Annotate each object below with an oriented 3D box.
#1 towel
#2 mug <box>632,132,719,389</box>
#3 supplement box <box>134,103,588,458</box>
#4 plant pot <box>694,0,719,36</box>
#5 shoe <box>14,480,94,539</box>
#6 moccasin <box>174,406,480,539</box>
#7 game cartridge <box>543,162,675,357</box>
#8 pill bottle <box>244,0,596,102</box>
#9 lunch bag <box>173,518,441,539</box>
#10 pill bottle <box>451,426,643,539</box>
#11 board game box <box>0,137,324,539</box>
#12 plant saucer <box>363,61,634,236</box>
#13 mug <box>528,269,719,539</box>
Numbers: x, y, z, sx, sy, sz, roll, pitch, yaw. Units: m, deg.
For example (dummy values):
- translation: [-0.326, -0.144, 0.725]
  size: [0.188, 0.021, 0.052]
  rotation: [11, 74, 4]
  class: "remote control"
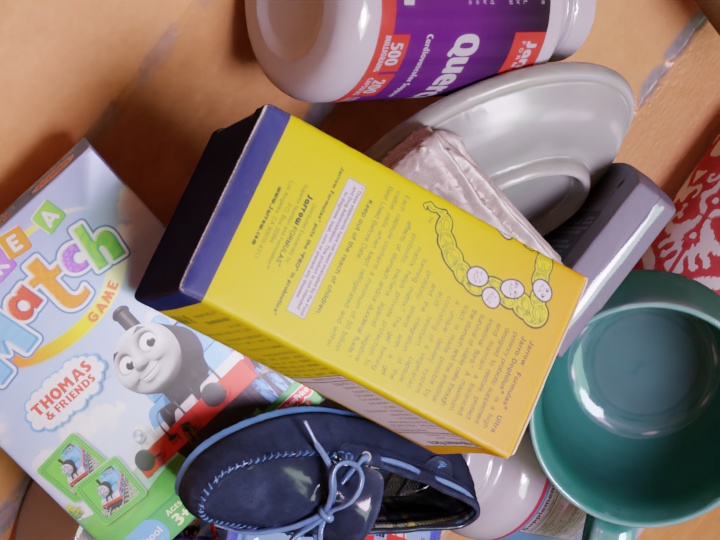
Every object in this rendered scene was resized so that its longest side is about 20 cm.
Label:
- translation: [0.010, 0.019, 1.110]
  size: [0.200, 0.034, 0.133]
  rotation: [-39, 109, 9]
  class: "towel"
- translation: [0.268, -0.003, 1.384]
  size: [0.200, 0.133, 0.178]
  rotation: [-58, 165, -4]
  class: "mug"
- translation: [-0.001, 0.010, 1.010]
  size: [0.200, 0.109, 0.110]
  rotation: [28, 78, -16]
  class: "supplement box"
- translation: [0.258, -0.244, 1.202]
  size: [0.200, 0.186, 0.186]
  rotation: [35, 90, -31]
  class: "plant pot"
- translation: [-0.136, 0.120, 1.139]
  size: [0.091, 0.071, 0.200]
  rotation: [17, 98, -38]
  class: "shoe"
- translation: [-0.008, 0.119, 1.070]
  size: [0.200, 0.068, 0.080]
  rotation: [-3, 132, -37]
  class: "moccasin"
- translation: [0.136, -0.009, 1.218]
  size: [0.040, 0.200, 0.133]
  rotation: [35, 87, -8]
  class: "game cartridge"
- translation: [0.040, -0.157, 1.100]
  size: [0.200, 0.112, 0.112]
  rotation: [-7, 117, -36]
  class: "pill bottle"
- translation: [-0.014, 0.098, 1.207]
  size: [0.151, 0.094, 0.200]
  rotation: [19, 82, -27]
  class: "lunch bag"
- translation: [0.112, 0.139, 1.329]
  size: [0.200, 0.109, 0.109]
  rotation: [16, 103, -43]
  class: "pill bottle"
- translation: [-0.141, 0.050, 1.056]
  size: [0.151, 0.037, 0.200]
  rotation: [-43, 108, -2]
  class: "board game box"
- translation: [0.085, -0.052, 1.168]
  size: [0.200, 0.050, 0.200]
  rotation: [-19, 157, -9]
  class: "plant saucer"
- translation: [0.175, 0.087, 1.238]
  size: [0.152, 0.114, 0.185]
  rotation: [45, 106, -7]
  class: "mug"
